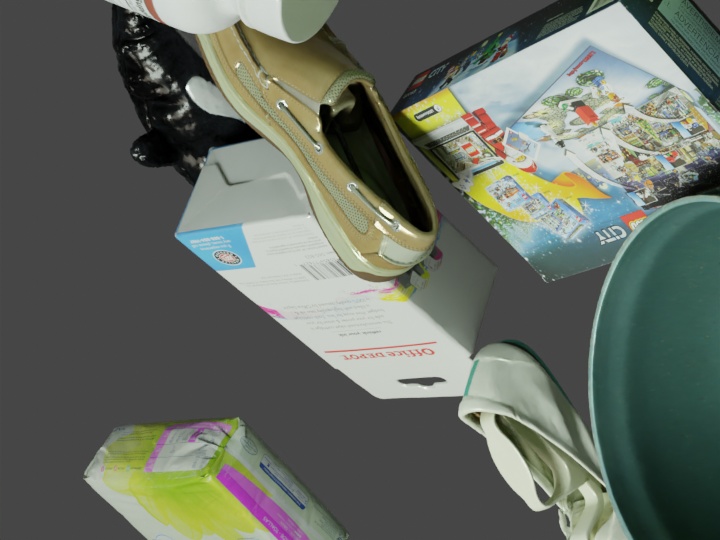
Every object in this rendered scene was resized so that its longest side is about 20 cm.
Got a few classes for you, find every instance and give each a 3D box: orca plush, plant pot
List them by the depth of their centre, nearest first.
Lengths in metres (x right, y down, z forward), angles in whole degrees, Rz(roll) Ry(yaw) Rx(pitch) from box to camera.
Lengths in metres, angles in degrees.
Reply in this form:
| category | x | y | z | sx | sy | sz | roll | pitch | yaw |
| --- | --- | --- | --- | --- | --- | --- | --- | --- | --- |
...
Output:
| category | x | y | z | sx | sy | sz | roll | pitch | yaw |
| --- | --- | --- | --- | --- | --- | --- | --- | --- | --- |
| plant pot | 0.220 | 0.060 | 0.890 | 0.200 | 0.133 | 0.202 | 19 | 111 | 60 |
| orca plush | -0.108 | -0.095 | 1.112 | 0.104 | 0.071 | 0.201 | 16 | 146 | 27 |

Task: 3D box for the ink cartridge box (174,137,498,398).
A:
| category | x | y | z | sx | sy | sz | roll | pitch | yaw |
| --- | --- | --- | --- | --- | --- | --- | --- | --- | --- |
| ink cartridge box | 0.000 | 0.000 | 1.120 | 0.114 | 0.068 | 0.200 | -6 | 144 | 42 |

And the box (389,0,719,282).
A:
| category | x | y | z | sx | sy | sz | roll | pitch | yaw |
| --- | --- | --- | --- | --- | --- | --- | --- | --- | --- |
| box | 0.120 | -0.071 | 0.956 | 0.137 | 0.038 | 0.199 | 44 | 149 | -17 |

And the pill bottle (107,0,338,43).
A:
| category | x | y | z | sx | sy | sz | roll | pitch | yaw |
| --- | --- | --- | --- | --- | --- | --- | --- | --- | --- |
| pill bottle | -0.105 | -0.187 | 0.932 | 0.199 | 0.113 | 0.113 | 22 | 149 | 18 |

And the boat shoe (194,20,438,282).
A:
| category | x | y | z | sx | sy | sz | roll | pitch | yaw |
| --- | --- | --- | --- | --- | --- | --- | --- | --- | --- |
| boat shoe | -0.017 | -0.093 | 0.991 | 0.201 | 0.071 | 0.076 | 54 | 153 | 2 |

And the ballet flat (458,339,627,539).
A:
| category | x | y | z | sx | sy | sz | roll | pitch | yaw |
| --- | --- | --- | --- | --- | --- | --- | --- | --- | --- |
| ballet flat | 0.128 | 0.130 | 1.097 | 0.200 | 0.070 | 0.069 | 47 | 149 | -10 |

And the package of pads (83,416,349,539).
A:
| category | x | y | z | sx | sy | sz | roll | pitch | yaw |
| --- | --- | --- | --- | --- | --- | --- | --- | --- | --- |
| package of pads | -0.127 | 0.194 | 1.562 | 0.199 | 0.068 | 0.155 | -9 | 130 | 50 |
